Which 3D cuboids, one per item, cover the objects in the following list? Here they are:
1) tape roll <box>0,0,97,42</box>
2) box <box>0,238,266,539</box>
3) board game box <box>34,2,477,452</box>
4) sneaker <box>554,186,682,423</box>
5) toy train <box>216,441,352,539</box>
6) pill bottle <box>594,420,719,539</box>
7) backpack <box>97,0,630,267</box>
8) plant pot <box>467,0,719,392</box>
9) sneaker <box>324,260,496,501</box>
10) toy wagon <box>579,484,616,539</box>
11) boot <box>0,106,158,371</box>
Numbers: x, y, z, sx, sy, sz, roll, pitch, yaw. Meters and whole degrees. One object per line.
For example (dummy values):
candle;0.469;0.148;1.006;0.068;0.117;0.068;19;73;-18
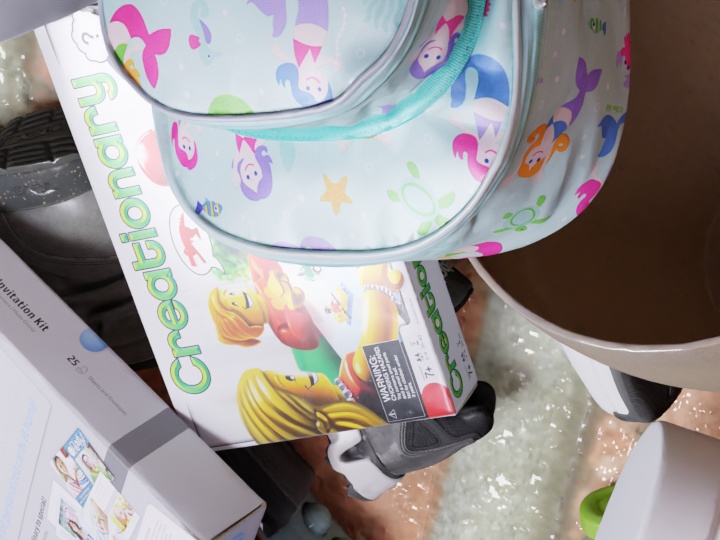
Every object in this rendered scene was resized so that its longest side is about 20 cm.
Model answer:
tape roll;-0.166;-0.147;0.984;0.199;0.200;0.067;0;121;26
box;-0.137;0.090;1.118;0.200;0.041;0.156;42;140;19
board game box;-0.042;-0.028;1.024;0.126;0.035;0.201;-11;109;26
sneaker;0.059;-0.028;1.041;0.115;0.076;0.202;-10;107;41
toy train;-0.047;0.152;1.195;0.114;0.085;0.200;-34;102;28
pill bottle;0.194;0.138;1.015;0.199;0.114;0.114;20;128;-3
backpack;0.002;-0.100;0.854;0.177;0.150;0.202;3;98;35
plant pot;0.147;-0.037;0.927;0.199;0.202;0.134;-5;153;29
sneaker;0.000;0.000;1.085;0.090;0.067;0.201;-18;108;24
toy wagon;0.173;0.174;1.121;0.199;0.040;0.156;4;122;24
boot;-0.171;-0.001;1.170;0.199;0.068;0.131;-3;124;30
